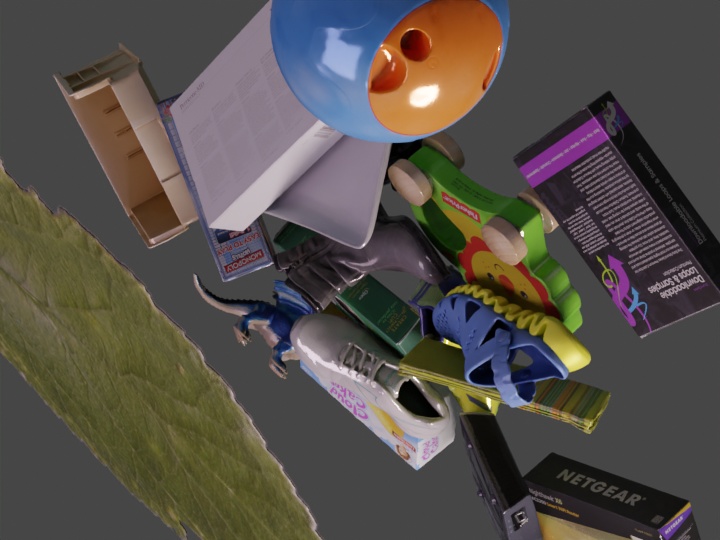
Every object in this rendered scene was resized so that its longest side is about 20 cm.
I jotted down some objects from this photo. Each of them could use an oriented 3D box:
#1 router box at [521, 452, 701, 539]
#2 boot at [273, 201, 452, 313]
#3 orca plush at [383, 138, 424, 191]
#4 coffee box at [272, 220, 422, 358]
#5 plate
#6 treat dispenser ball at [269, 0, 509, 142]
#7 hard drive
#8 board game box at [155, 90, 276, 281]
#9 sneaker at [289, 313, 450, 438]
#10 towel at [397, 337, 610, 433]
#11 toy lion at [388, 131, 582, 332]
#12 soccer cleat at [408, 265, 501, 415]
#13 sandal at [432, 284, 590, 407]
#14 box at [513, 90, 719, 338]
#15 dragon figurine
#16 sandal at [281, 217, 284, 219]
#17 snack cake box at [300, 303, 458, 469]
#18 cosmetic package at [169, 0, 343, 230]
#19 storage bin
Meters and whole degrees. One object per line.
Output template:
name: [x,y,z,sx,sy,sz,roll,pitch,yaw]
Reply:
router box: [0.271,0.288,1.773,0.200,0.052,0.158,14,132,52]
boot: [0.000,0.000,1.745,0.070,0.132,0.200,55,169,-30]
orca plush: [-0.018,-0.119,1.740,0.200,0.071,0.106,23,140,46]
coffee box: [0.001,0.030,1.872,0.200,0.044,0.123,39,173,29]
plate: [-0.028,-0.138,1.684,0.199,0.032,0.201,21,100,47]
treat dispenser ball: [0.025,-0.207,1.427,0.201,0.201,0.201,38,149,28]
hard drive: [0.151,0.236,1.835,0.200,0.042,0.135,73,174,-61]
board game box: [-0.146,-0.071,1.873,0.200,0.061,0.201,70,179,-72]
sneaker: [0.016,0.106,1.824,0.200,0.071,0.080,33,169,-1]
towel: [0.141,0.110,1.670,0.199,0.086,0.018,16,110,17]
toy lion: [0.128,-0.017,1.650,0.200,0.069,0.192,34,155,34]
soccer cleat: [0.094,0.087,1.788,0.065,0.084,0.201,24,140,45]
sandal: [0.126,0.073,1.635,0.080,0.087,0.200,50,165,-29]
box: [0.229,-0.044,1.475,0.200,0.036,0.143,56,154,-1]
dragon figurine: [-0.087,0.049,1.893,0.200,0.100,0.059,40,165,6]
sandal: [-0.088,-0.088,1.850,0.079,0.059,0.207,55,170,2]
snack cake box: [0.020,0.121,1.964,0.200,0.067,0.115,40,149,26]
cosmetic package: [-0.099,-0.156,1.701,0.200,0.052,0.151,-40,60,36]
storage bin: [-0.265,-0.149,2.009,0.201,0.093,0.199,65,173,-19]
